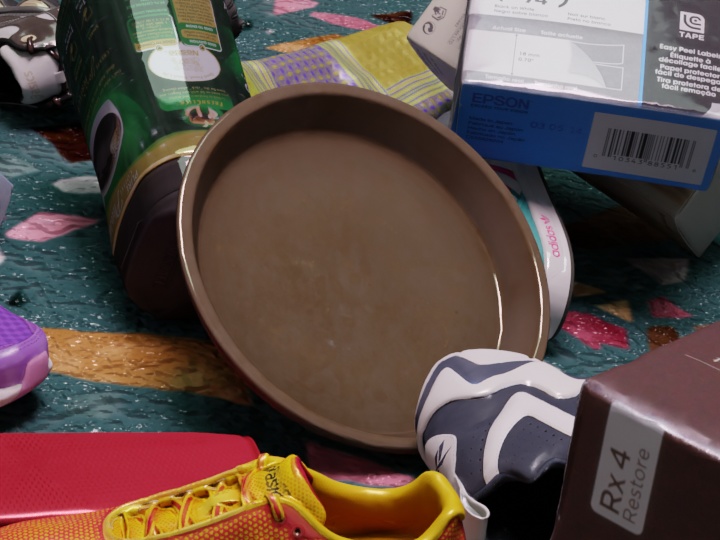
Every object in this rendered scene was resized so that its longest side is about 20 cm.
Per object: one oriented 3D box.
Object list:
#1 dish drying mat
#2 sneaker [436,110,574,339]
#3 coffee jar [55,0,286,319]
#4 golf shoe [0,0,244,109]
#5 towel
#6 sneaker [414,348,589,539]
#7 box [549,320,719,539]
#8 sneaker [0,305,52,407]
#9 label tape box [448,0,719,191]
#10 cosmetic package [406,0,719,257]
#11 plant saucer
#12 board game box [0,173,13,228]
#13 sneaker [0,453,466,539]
[{"bbox_3d":[-0.139,0.093,0.885,0.200,0.018,0.077,-1,25,-15],"label":"dish drying mat"},{"bbox_3d":[0.034,-0.035,1.129,0.121,0.084,0.200,8,30,-18],"label":"sneaker"},{"bbox_3d":[-0.100,-0.076,1.082,0.085,0.104,0.200,-2,53,-24],"label":"coffee jar"},{"bbox_3d":[-0.168,-0.134,1.276,0.200,0.078,0.095,-8,33,27],"label":"golf shoe"},{"bbox_3d":[0.010,-0.091,1.248,0.200,0.023,0.144,-19,62,-46],"label":"towel"},{"bbox_3d":[0.126,0.094,0.890,0.199,0.080,0.130,8,30,-8],"label":"sneaker"},{"bbox_3d":[0.188,0.116,0.750,0.164,0.166,0.200,27,31,34],"label":"box"},{"bbox_3d":[-0.233,0.003,0.969,0.200,0.089,0.080,21,27,25],"label":"sneaker"},{"bbox_3d":[0.131,-0.147,1.129,0.144,0.063,0.200,8,53,1],"label":"label tape box"},{"bbox_3d":[0.134,-0.099,1.207,0.200,0.071,0.105,37,0,23],"label":"cosmetic package"},{"bbox_3d":[0.000,0.000,0.994,0.200,0.029,0.200,14,57,-23],"label":"plant saucer"},{"bbox_3d":[-0.301,-0.074,1.038,0.200,0.043,0.199,12,-13,10],"label":"board game box"},{"bbox_3d":[-0.056,0.105,0.814,0.200,0.077,0.073,-2,28,-15],"label":"sneaker"}]
